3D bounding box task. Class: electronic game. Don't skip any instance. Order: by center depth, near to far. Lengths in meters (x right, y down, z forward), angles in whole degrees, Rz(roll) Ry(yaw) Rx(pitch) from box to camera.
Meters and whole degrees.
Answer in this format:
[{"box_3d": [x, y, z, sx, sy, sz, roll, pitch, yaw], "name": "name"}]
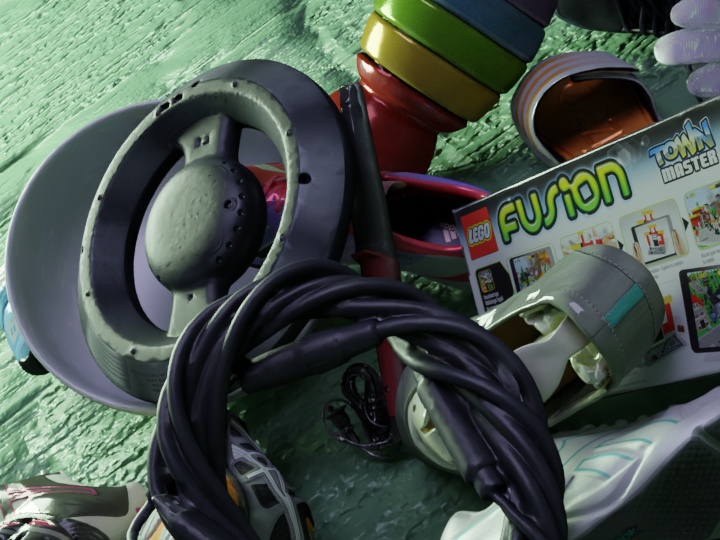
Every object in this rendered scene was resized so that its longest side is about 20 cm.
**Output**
[{"box_3d": [-0.084, -0.023, 0.808, 0.199, 0.042, 0.201, -17, 60, 33], "name": "electronic game"}]

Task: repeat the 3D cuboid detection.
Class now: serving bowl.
[{"box_3d": [-0.113, -0.002, 0.902, 0.199, 0.066, 0.201, -1, 70, 2], "name": "serving bowl"}]

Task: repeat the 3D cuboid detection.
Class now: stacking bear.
[{"box_3d": [0.043, -0.136, 0.921, 0.114, 0.121, 0.201, 37, 102, 22], "name": "stacking bear"}]

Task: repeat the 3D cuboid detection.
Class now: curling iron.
[{"box_3d": [0.000, 0.000, 0.778, 0.049, 0.026, 0.201, -4, 87, 19], "name": "curling iron"}]

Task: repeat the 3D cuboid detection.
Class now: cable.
[{"box_3d": [0.003, 0.087, 0.616, 0.199, 0.051, 0.164, 22, 81, 22], "name": "cable"}]

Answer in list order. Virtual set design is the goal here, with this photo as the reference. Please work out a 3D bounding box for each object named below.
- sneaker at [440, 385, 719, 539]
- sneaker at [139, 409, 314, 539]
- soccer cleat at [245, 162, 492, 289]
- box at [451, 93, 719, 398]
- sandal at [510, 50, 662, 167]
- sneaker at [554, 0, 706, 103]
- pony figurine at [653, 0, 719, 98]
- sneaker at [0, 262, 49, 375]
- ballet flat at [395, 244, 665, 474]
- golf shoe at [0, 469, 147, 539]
[{"box_3d": [0.115, 0.090, 0.642, 0.200, 0.071, 0.080, -32, 31, 4], "name": "sneaker"}, {"box_3d": [-0.064, 0.126, 0.753, 0.079, 0.077, 0.200, -63, 14, 10], "name": "sneaker"}, {"box_3d": [-0.008, -0.034, 0.831, 0.199, 0.073, 0.069, 9, 73, 11], "name": "soccer cleat"}, {"box_3d": [0.123, -0.001, 0.660, 0.035, 0.111, 0.200, -11, -6, -33], "name": "box"}, {"box_3d": [0.139, -0.090, 0.856, 0.079, 0.059, 0.207, -31, 33, 3], "name": "sandal"}, {"box_3d": [0.187, -0.152, 0.879, 0.201, 0.077, 0.147, -4, 41, 36], "name": "sneaker"}, {"box_3d": [0.236, -0.036, 0.652, 0.192, 0.167, 0.200, -4, 27, -14], "name": "pony figurine"}, {"box_3d": [-0.149, 0.014, 0.981, 0.199, 0.078, 0.090, -25, 56, 12], "name": "sneaker"}, {"box_3d": [0.059, 0.054, 0.668, 0.064, 0.067, 0.200, -45, 0, -41], "name": "ballet flat"}, {"box_3d": [-0.207, 0.158, 0.847, 0.199, 0.078, 0.088, -2, 24, 35], "name": "golf shoe"}]
